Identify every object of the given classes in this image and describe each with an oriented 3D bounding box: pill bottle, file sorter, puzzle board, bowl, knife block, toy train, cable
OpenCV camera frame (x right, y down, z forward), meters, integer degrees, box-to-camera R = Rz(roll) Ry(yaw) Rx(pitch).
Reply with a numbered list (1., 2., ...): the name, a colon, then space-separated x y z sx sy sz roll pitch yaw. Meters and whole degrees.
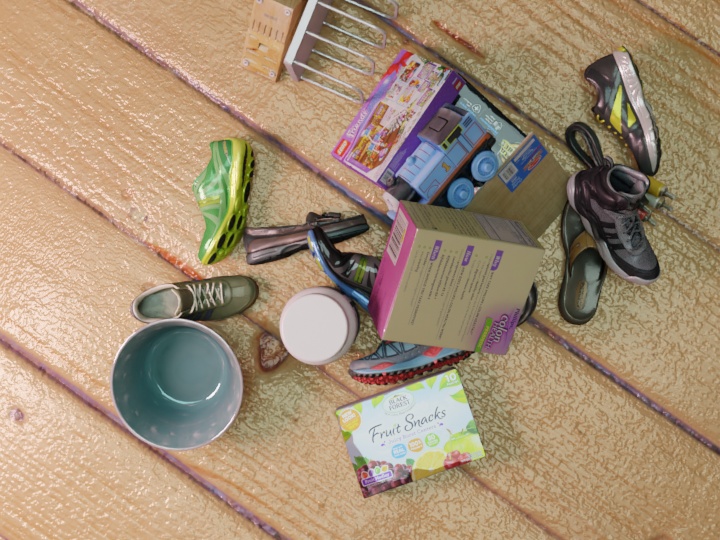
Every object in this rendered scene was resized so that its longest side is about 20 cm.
1. pill bottle: -0.059 0.080 1.567 0.112 0.200 0.115 0 89 3
2. file sorter: -0.017 -0.370 1.602 0.123 0.139 0.202 22 90 1
3. puzzle board: 0.228 -0.092 1.608 0.200 0.017 0.151 -48 128 0
4. bowl: -0.269 0.159 1.613 0.198 0.105 0.203 0 102 1
5. knife block: -0.110 -0.418 1.653 0.063 0.176 0.201 24 135 3
6. toy train: 0.113 -0.141 1.548 0.200 0.087 0.114 -49 122 -1
7. cable: 0.389 -0.143 1.631 0.050 0.097 0.200 -28 66 -34

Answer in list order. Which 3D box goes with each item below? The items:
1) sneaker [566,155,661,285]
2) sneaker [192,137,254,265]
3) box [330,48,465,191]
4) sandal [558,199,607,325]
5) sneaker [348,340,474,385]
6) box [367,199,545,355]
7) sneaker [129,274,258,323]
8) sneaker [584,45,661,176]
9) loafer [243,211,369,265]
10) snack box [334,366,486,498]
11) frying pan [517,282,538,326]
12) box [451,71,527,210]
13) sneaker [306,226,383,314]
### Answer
1. sneaker: 0.390 -0.074 1.559 0.075 0.114 0.201 -33 86 -25
2. sneaker: -0.220 -0.107 1.649 0.083 0.074 0.202 12 88 20
3. box: 0.054 -0.228 1.604 0.039 0.137 0.201 34 92 -41
4. sandal: 0.341 -0.017 1.623 0.081 0.055 0.202 9 89 0
5. sneaker: 0.073 0.114 1.636 0.198 0.079 0.096 -16 70 -1
6. box: 0.133 0.012 1.516 0.198 0.097 0.177 8 115 -18
7. sneaker: -0.258 0.049 1.631 0.198 0.090 0.068 -9 88 2
8. sneaker: 0.401 -0.235 1.625 0.084 0.074 0.202 -17 90 22
9. loafer: -0.087 -0.063 1.638 0.198 0.072 0.064 -16 83 4
10. snack box: 0.076 0.247 1.633 0.198 0.053 0.144 -20 87 2
11. frying pan: 0.183 0.024 1.617 0.189 0.031 0.115 31 113 -12
12. box: 0.166 -0.179 1.637 0.200 0.046 0.159 43 91 2
13. sneaker: 0.000 0.000 1.591 0.199 0.071 0.083 39 90 -10
